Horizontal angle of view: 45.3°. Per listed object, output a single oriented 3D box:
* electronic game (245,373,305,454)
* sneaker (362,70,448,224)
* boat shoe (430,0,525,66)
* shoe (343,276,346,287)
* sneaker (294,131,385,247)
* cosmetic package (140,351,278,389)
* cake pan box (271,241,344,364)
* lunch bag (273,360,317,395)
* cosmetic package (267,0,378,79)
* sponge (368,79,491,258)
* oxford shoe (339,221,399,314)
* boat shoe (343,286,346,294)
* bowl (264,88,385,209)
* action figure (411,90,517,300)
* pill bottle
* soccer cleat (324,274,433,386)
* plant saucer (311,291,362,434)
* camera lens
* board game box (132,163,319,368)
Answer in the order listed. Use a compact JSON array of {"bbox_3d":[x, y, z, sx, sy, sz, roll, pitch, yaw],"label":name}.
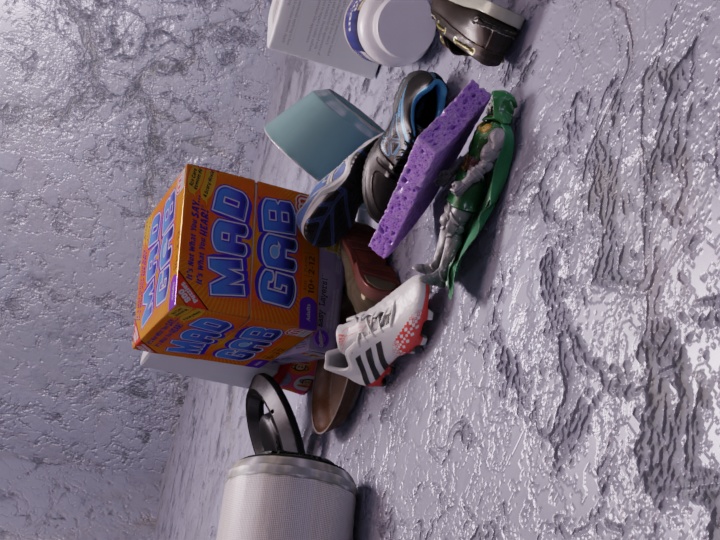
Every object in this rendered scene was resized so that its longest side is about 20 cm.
[{"bbox_3d":[-0.129,0.256,1.326,0.200,0.041,0.202,41,138,51],"label":"electronic game"},{"bbox_3d":[0.055,-0.151,1.075,0.082,0.073,0.202,-138,62,-72],"label":"sneaker"},{"bbox_3d":[0.115,-0.268,0.956,0.201,0.071,0.061,-121,51,-67],"label":"boat shoe"},{"bbox_3d":[-0.026,-0.065,1.332,0.053,0.070,0.201,-39,43,35],"label":"shoe"},{"bbox_3d":[-0.014,-0.121,1.159,0.200,0.076,0.077,-43,30,-9],"label":"sneaker"},{"bbox_3d":[-0.230,0.066,1.394,0.123,0.198,0.202,141,139,-58],"label":"cosmetic package"},{"bbox_3d":[-0.089,0.040,1.279,0.200,0.052,0.186,-16,63,61],"label":"cake pan box"},{"bbox_3d":[-0.096,0.086,1.432,0.201,0.081,0.177,-94,26,-43],"label":"lunch bag"},{"bbox_3d":[-0.047,-0.464,1.504,0.166,0.198,0.166,-97,26,-54],"label":"cosmetic package"},{"bbox_3d":[0.071,-0.103,0.928,0.112,0.030,0.200,-50,-8,-33],"label":"sponge"},{"bbox_3d":[0.000,0.000,1.152,0.201,0.070,0.074,-100,25,-58],"label":"oxford shoe"},{"bbox_3d":[-0.050,0.002,1.357,0.201,0.070,0.064,-104,30,-46],"label":"boat shoe"},{"bbox_3d":[-0.034,-0.193,1.279,0.105,0.200,0.201,-52,20,12],"label":"bowl"},{"bbox_3d":[0.107,-0.081,0.858,0.118,0.054,0.202,-116,46,-73],"label":"action figure"},{"bbox_3d":[0.043,-0.349,1.231,0.200,0.110,0.112,-124,49,-71],"label":"pill bottle"},{"bbox_3d":[0.019,0.070,0.978,0.200,0.084,0.069,121,158,-50],"label":"soccer cleat"},{"bbox_3d":[-0.026,0.130,1.203,0.200,0.032,0.202,-165,90,-75],"label":"plant saucer"},{"bbox_3d":[-0.089,0.322,1.002,0.160,0.158,0.202,128,152,-58],"label":"camera lens"},{"bbox_3d":[-0.188,0.004,1.214,0.200,0.198,0.202,-35,50,53],"label":"board game box"}]
